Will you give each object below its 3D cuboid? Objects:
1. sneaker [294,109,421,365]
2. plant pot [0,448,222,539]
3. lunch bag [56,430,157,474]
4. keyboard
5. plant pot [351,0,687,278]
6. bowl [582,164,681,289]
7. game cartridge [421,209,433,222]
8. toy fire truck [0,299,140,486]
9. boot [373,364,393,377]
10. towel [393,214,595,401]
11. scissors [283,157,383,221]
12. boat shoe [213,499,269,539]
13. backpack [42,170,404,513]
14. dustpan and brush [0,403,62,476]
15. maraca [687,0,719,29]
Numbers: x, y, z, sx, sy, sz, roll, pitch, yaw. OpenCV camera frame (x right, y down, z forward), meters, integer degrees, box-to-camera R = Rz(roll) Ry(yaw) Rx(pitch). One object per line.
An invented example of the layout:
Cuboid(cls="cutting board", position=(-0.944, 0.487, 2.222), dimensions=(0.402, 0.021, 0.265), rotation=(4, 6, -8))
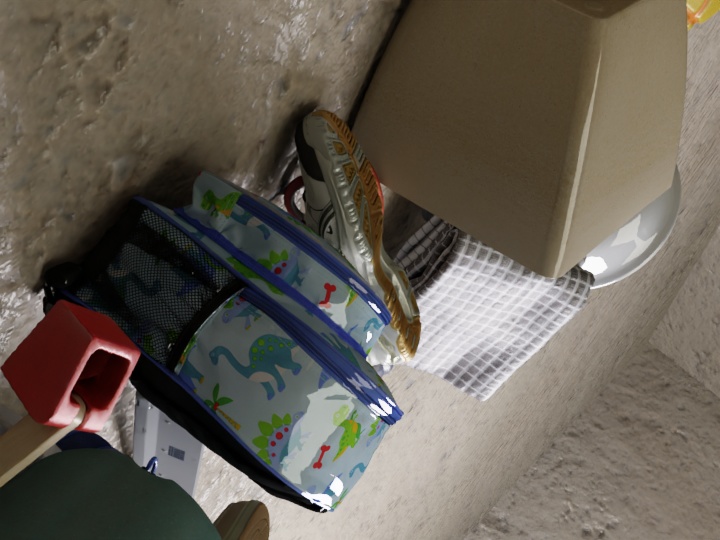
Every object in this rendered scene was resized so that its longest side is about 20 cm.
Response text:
Cuboid(cls="sneaker", position=(-0.023, -0.014, 0.860), dimensions=(0.076, 0.087, 0.202), rotation=(-61, 137, -61))
Cuboid(cls="plant pot", position=(-0.163, 0.199, 0.579), dimensions=(0.201, 0.199, 0.196), rotation=(-61, 174, 28))
Cuboid(cls="lunch bag", position=(-0.208, 0.208, 0.823), dimensions=(0.200, 0.132, 0.136), rotation=(-43, 152, -19))
Cuboid(cls="keyboard", position=(-0.148, 0.136, 0.911), dimensions=(0.201, 0.056, 0.011), rotation=(111, -5, -60))
Cuboid(cls="plant pot", position=(0.130, -0.148, 0.882), dimensions=(0.199, 0.199, 0.179), rotation=(-33, 145, -42))
Cuboid(cls="bowl", position=(0.216, -0.090, 1.202), dimensions=(0.202, 0.201, 0.090), rotation=(-50, 143, -3))
Cuboid(cls="game cartridge", position=(0.130, -0.142, 1.114), dimensions=(0.200, 0.041, 0.134), rotation=(-45, 157, -20))
Cuboid(cls="toy fire truck", position=(-0.211, 0.072, 0.543), dimensions=(0.201, 0.141, 0.049), rotation=(-51, 161, 1))
Cuboid(cls="boot", position=(-0.022, 0.102, 1.072), dimensions=(0.090, 0.073, 0.200), rotation=(-39, -177, -12))
Cuboid(cls="towel", position=(0.104, 0.032, 1.144), dimensions=(0.164, 0.086, 0.200), rotation=(17, 134, -26))
Cuboid(cls="scissors", position=(0.000, 0.000, 0.921), dimensions=(0.072, 0.014, 0.202), rotation=(-20, 121, 1))
Cuboid(cls="boat shoe", position=(-0.125, 0.228, 0.763), dimensions=(0.201, 0.064, 0.073), rotation=(-59, 153, -30))
Cuboid(cls="backpack", position=(-0.062, 0.044, 0.747), dimensions=(0.147, 0.200, 0.183), rotation=(-49, 161, -4))
Cuboid(cls="dustpan and brush", position=(-0.181, 0.173, 0.711), dimensions=(0.140, 0.198, 0.057), rotation=(-58, -167, 22))
Cuboid(cls="maraca", position=(0.322, -0.305, 1.140), dimensions=(0.200, 0.107, 0.137), rotation=(-46, 168, -16))
